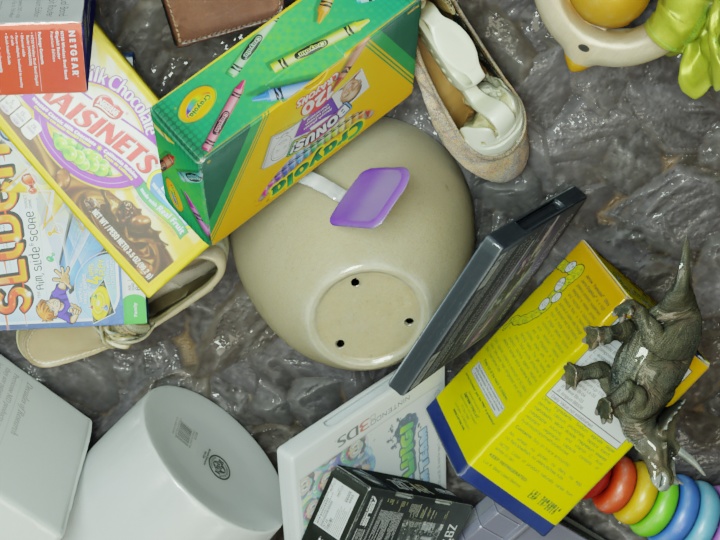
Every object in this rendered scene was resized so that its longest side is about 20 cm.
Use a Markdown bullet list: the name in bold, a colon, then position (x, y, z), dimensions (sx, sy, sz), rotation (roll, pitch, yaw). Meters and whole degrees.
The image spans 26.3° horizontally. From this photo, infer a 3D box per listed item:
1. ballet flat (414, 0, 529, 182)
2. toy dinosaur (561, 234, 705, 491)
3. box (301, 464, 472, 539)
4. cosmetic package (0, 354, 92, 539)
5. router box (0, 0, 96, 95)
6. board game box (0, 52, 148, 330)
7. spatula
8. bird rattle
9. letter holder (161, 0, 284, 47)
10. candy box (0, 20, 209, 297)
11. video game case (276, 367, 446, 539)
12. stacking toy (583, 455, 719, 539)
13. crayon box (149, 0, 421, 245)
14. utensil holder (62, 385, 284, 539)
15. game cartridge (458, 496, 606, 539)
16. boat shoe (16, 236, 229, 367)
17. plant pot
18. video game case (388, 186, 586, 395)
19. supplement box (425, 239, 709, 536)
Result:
- **ballet flat**: position (0.079, -0.136, 1.144), dimensions (0.068, 0.067, 0.200), rotation (-44, 121, -8)
- **toy dinosaur**: position (0.220, 0.064, 1.173), dimensions (0.101, 0.077, 0.202), rotation (2, 105, -34)
- **box**: position (-0.001, 0.271, 1.296), dimensions (0.160, 0.043, 0.202), rotation (18, 97, -52)
- **cosmetic package**: position (-0.348, 0.158, 1.219), dimensions (0.200, 0.165, 0.165), rotation (39, 112, -20)
- **router box**: position (-0.264, -0.178, 1.006), dimensions (0.177, 0.201, 0.049), rotation (-3, 123, -6)
- **board game box**: position (-0.230, -0.058, 1.147), dimensions (0.134, 0.034, 0.202), rotation (-3, 103, -5)
- **spatula**: position (-0.042, -0.067, 1.131), dimensions (0.057, 0.199, 0.021), rotation (-55, 137, -20)
- **bird rattle**: position (0.200, -0.217, 1.100), dimensions (0.162, 0.113, 0.201), rotation (-14, 121, 22)
- **letter holder**: position (-0.085, -0.275, 1.026), dimensions (0.141, 0.101, 0.202), rotation (-14, 123, 0)
- **candy box**: position (-0.180, -0.088, 1.112), dimensions (0.102, 0.026, 0.200), rotation (-40, 106, -1)
- **video game case**: position (0.007, 0.190, 1.312), dimensions (0.181, 0.024, 0.202), rotation (-31, 132, -35)
- **stacking toy**: position (0.261, 0.206, 1.392), dimensions (0.199, 0.086, 0.086), rotation (27, 116, -14)
- **crayon box**: position (-0.050, -0.119, 1.071), dimensions (0.200, 0.058, 0.119), rotation (-39, 161, -18)
- **utensil holder**: position (-0.181, 0.222, 1.290), dimensions (0.169, 0.170, 0.200), rotation (36, 110, -25)
- **game cartridge**: position (0.157, 0.279, 1.428), dimensions (0.199, 0.039, 0.130), rotation (33, 109, -34)
- **boat shoe**: position (-0.192, 0.026, 1.223), dimensions (0.199, 0.065, 0.072), rotation (-28, 121, 11)
- **plant pot**: position (0.000, 0.000, 1.189), dimensions (0.198, 0.135, 0.202), rotation (-3, 123, -5)
- **video game case**: position (0.102, 0.012, 1.187), dimensions (0.019, 0.200, 0.143), rotation (38, 116, 12)
- **supplement box**: position (0.167, 0.096, 1.268), dimensions (0.109, 0.110, 0.200), rotation (37, 103, -26)
